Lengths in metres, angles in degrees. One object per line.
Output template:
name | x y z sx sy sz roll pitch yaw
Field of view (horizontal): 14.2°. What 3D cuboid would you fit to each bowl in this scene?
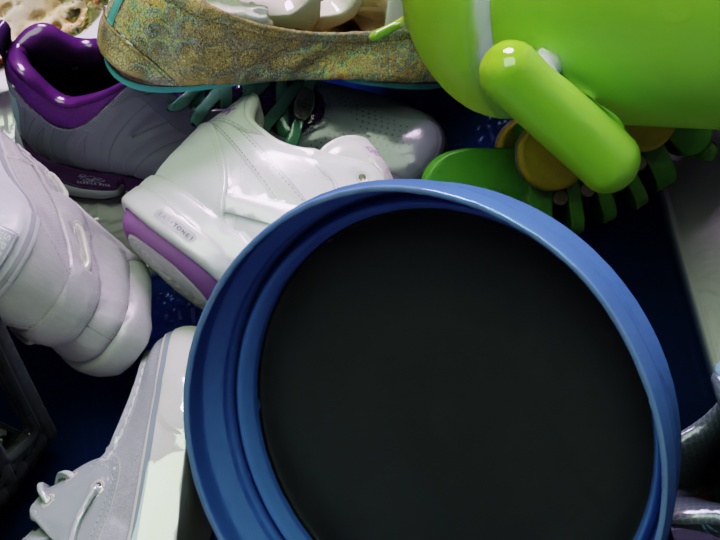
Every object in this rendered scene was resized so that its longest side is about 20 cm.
bowl | 0.029 0.061 1.098 0.200 0.201 0.039 17 22 22

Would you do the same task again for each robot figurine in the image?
robot figurine | 0.105 -0.116 1.154 0.199 0.116 0.176 3 44 23

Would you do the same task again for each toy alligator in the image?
toy alligator | 0.124 -0.058 1.231 0.199 0.059 0.054 -23 97 -7

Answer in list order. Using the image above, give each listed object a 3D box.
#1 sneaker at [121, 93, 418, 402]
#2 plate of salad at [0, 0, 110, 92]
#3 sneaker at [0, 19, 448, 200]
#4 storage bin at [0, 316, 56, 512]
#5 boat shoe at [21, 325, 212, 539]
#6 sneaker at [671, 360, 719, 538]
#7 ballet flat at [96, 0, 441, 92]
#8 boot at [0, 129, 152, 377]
sneaker | 0.000 0.000 1.182 0.200 0.075 0.100 36 74 15
plate of salad | -0.181 -0.166 1.367 0.199 0.048 0.201 -6 56 9
sneaker | -0.064 -0.066 1.250 0.199 0.088 0.075 4 57 14
storage bin | -0.240 0.039 1.185 0.200 0.135 0.094 24 63 25
boat shoe | -0.102 0.109 1.150 0.071 0.070 0.201 4 60 10
sneaker | 0.178 0.048 1.051 0.095 0.200 0.080 6 52 -28
ballet flat | -0.018 -0.112 1.226 0.200 0.071 0.071 -5 46 -37
boot | -0.148 -0.011 1.244 0.074 0.095 0.200 -51 26 7
